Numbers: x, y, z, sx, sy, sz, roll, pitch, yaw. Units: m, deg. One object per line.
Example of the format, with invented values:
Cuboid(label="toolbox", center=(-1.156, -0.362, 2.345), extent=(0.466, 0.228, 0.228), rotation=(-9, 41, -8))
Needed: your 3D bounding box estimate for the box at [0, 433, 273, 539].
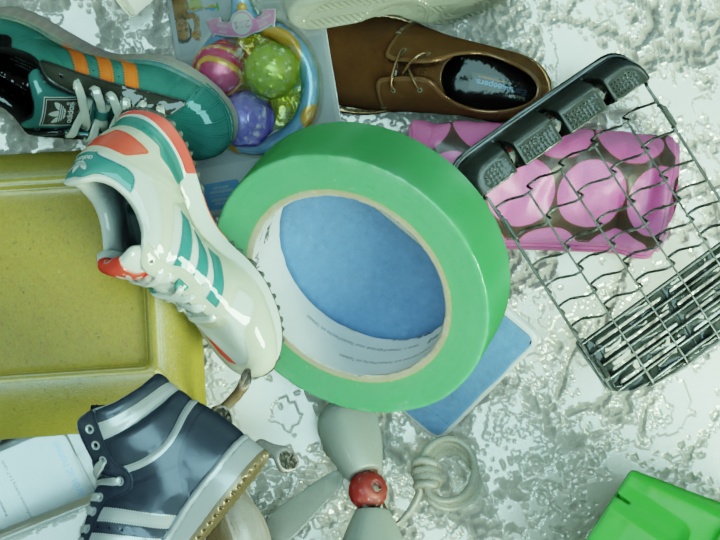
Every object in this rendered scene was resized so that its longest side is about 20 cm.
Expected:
Cuboid(label="box", center=(-0.179, 0.170, 1.618), extent=(0.199, 0.041, 0.157), rotation=(-28, 93, -5))

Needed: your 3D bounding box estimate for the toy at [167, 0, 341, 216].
Cuboid(label="toy", center=(-0.080, -0.143, 1.601), extent=(0.114, 0.047, 0.202), rotation=(-8, 88, 21))

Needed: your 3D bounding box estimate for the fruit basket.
Cuboid(label="fruit basket", center=(0.247, 0.221, 1.571), extent=(0.215, 0.216, 0.156), rotation=(34, 88, -4))

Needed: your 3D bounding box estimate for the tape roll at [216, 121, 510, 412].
Cuboid(label="tape roll", center=(0.000, 0.000, 1.561), extent=(0.199, 0.048, 0.202), rotation=(12, 125, 18))

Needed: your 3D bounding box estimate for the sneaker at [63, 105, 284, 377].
Cuboid(label="sneaker", center=(-0.128, -0.002, 1.531), extent=(0.093, 0.070, 0.201), rotation=(-41, 111, -41))

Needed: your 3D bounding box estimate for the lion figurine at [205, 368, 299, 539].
Cuboid(label="lion figurine", center=(-0.085, 0.176, 1.568), extent=(0.072, 0.122, 0.201), rotation=(1, 74, -28))

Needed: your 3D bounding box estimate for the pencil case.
Cuboid(label="pencil case", center=(0.123, -0.052, 1.616), extent=(0.198, 0.091, 0.094), rotation=(1, 74, -6))

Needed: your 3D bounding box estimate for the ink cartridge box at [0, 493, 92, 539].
Cuboid(label="ink cartridge box", center=(-0.200, 0.266, 1.556), extent=(0.146, 0.086, 0.201), rotation=(-21, 92, -4))

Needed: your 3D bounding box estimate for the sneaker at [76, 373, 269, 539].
Cuboid(label="sneaker", center=(-0.161, 0.158, 1.486), extent=(0.108, 0.070, 0.200), rotation=(41, 89, 5))

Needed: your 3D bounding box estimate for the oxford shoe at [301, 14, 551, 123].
Cuboid(label="oxford shoe", center=(0.034, -0.141, 1.614), extent=(0.198, 0.071, 0.072), rotation=(6, 93, 4))

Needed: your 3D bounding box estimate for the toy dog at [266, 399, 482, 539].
Cuboid(label="toy dog", center=(0.000, 0.198, 1.605), extent=(0.131, 0.096, 0.201), rotation=(23, 54, -16))

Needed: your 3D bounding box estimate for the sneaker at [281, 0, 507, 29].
Cuboid(label="sneaker", center=(0.029, -0.218, 1.591), extent=(0.199, 0.075, 0.085), rotation=(-5, 71, -36))

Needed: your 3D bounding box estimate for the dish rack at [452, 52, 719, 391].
Cuboid(label="dish rack", center=(0.172, -0.028, 1.557), extent=(0.153, 0.055, 0.201), rotation=(-34, 96, -6))

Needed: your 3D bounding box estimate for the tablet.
Cuboid(label="tablet", center=(0.014, 0.019, 1.608), extent=(0.200, 0.014, 0.130), rotation=(39, 128, -4))

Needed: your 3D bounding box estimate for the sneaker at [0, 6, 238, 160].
Cuboid(label="sneaker", center=(-0.184, -0.113, 1.575), extent=(0.199, 0.080, 0.072), rotation=(20, 124, 8))

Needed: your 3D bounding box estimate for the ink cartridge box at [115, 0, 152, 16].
Cuboid(label="ink cartridge box", center=(-0.168, -0.293, 1.566), extent=(0.146, 0.084, 0.200), rotation=(-40, 77, -3))

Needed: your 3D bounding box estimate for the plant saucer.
Cuboid(label="plant saucer", center=(-0.209, 0.010, 1.585), extent=(0.198, 0.048, 0.202), rotation=(-4, 77, -2))
